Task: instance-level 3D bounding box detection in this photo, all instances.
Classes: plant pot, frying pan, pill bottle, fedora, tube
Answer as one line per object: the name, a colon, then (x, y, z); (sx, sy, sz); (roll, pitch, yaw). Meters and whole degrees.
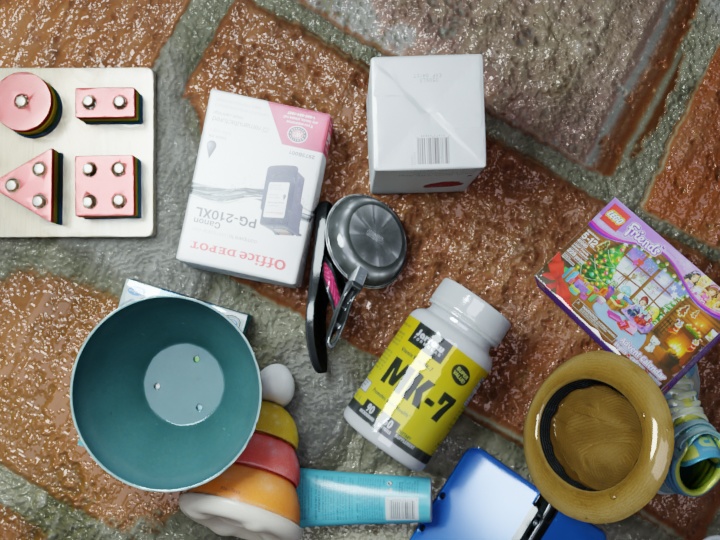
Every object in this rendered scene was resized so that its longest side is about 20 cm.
plant pot: (-0.202, 0.128, 1.143); (0.197, 0.135, 0.203); (0, 88, -2)
frying pan: (-0.010, -0.014, 1.204); (0.115, 0.031, 0.190); (50, 53, -10)
pill bottle: (0.079, 0.117, 1.205); (0.114, 0.114, 0.201); (34, 88, 1)
fedora: (0.278, 0.190, 1.181); (0.081, 0.200, 0.203); (20, 87, -40)
tube: (-0.014, 0.268, 1.233); (0.197, 0.050, 0.078); (0, 76, 6)

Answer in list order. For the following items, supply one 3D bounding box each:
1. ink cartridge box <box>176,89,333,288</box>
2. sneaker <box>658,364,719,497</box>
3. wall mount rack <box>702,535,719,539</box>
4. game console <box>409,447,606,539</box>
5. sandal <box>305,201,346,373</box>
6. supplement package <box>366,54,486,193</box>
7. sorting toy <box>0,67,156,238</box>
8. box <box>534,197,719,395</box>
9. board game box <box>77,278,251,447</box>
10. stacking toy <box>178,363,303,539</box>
ink cartridge box: (-0.121, -0.092, 1.224); (0.143, 0.084, 0.203); (12, 88, 0)
sneaker: (0.373, 0.162, 1.194); (0.078, 0.131, 0.203); (-1, 88, -8)
wall mount rack: (0.394, 0.410, 1.220); (0.172, 0.075, 0.202); (-13, 88, -5)
game console: (0.163, 0.345, 1.244); (0.170, 0.118, 0.201); (35, 88, -30)
sandal: (-0.034, 0.019, 1.226); (0.044, 0.075, 0.203); (4, 85, 8)
supplement package: (0.069, -0.157, 1.170); (0.120, 0.200, 0.121); (-2, 87, 0)
sorting toy: (-0.345, -0.141, 1.232); (0.196, 0.070, 0.203); (0, 88, 0)
box: (0.318, 0.030, 1.208); (0.137, 0.039, 0.200); (-43, 64, -2)
board game box: (-0.229, 0.127, 1.234); (0.149, 0.047, 0.202); (16, 88, 0)
stacking toy: (-0.113, 0.203, 1.204); (0.144, 0.146, 0.202); (16, 67, 0)
